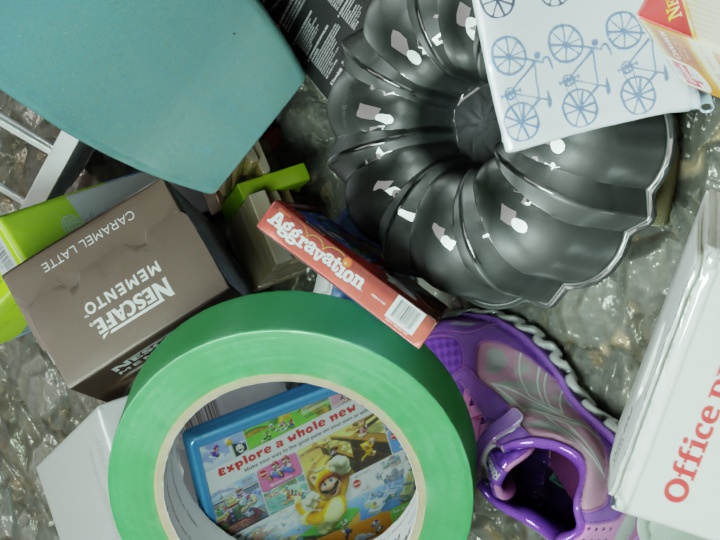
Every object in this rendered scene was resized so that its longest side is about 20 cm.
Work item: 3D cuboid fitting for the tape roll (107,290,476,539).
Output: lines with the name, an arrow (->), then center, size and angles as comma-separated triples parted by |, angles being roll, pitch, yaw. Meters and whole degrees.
tape roll -> -0.036, 0.110, 1.190 | 0.198, 0.048, 0.202 | 3, 117, 5

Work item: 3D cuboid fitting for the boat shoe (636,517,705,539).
boat shoe -> 0.221, 0.075, 1.115 | 0.199, 0.060, 0.076 | -35, 103, 22

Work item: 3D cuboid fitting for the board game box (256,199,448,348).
board game box -> 0.000, 0.000, 1.178 | 0.103, 0.200, 0.020 | 38, 93, 2

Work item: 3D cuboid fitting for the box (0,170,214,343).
box -> -0.178, -0.011, 1.397 | 0.122, 0.199, 0.048 | -41, 77, 40

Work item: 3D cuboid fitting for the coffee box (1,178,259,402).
coffee box -> -0.129, 0.021, 1.332 | 0.114, 0.200, 0.080 | -32, 80, 2

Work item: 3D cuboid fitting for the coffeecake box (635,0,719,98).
coffeecake box -> 0.251, -0.132, 0.988 | 0.199, 0.073, 0.154 | 26, 82, 35

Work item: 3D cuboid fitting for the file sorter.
file sorter -> -0.218, -0.133, 1.417 | 0.124, 0.139, 0.200 | 32, 126, -5

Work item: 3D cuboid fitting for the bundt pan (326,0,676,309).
bundt pan -> 0.061, -0.078, 1.148 | 0.201, 0.075, 0.204 | 1, 91, 36

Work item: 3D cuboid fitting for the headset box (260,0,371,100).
headset box -> -0.018, -0.222, 1.280 | 0.200, 0.077, 0.149 | 51, 128, 25

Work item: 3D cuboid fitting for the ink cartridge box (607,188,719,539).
ink cartridge box -> 0.231, 0.066, 1.029 | 0.198, 0.085, 0.147 | 17, 115, 0

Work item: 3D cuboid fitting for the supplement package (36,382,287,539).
supplement package -> -0.116, 0.143, 1.376 | 0.121, 0.120, 0.200 | 69, 156, 8

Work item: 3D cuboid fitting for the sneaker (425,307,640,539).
sneaker -> 0.089, 0.093, 1.236 | 0.200, 0.088, 0.081 | 40, 125, 33

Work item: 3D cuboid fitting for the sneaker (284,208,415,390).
sneaker -> -0.023, 0.048, 1.345 | 0.088, 0.075, 0.202 | 24, 113, 42

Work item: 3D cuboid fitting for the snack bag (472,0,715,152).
snack bag -> 0.144, -0.169, 1.072 | 0.021, 0.198, 0.190 | -176, 74, -82

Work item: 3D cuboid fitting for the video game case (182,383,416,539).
video game case -> -0.018, 0.160, 1.286 | 0.018, 0.142, 0.202 | 37, 142, 59

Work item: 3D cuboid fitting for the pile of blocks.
pile of blocks -> -0.071, -0.078, 1.361 | 0.201, 0.062, 0.082 | 57, 154, 31

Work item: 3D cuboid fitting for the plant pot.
plant pot -> -0.138, -0.144, 1.234 | 0.142, 0.200, 0.141 | -51, 29, 3

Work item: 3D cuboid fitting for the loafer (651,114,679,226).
loafer -> 0.092, -0.037, 1.213 | 0.199, 0.076, 0.068 | -17, 81, 45
